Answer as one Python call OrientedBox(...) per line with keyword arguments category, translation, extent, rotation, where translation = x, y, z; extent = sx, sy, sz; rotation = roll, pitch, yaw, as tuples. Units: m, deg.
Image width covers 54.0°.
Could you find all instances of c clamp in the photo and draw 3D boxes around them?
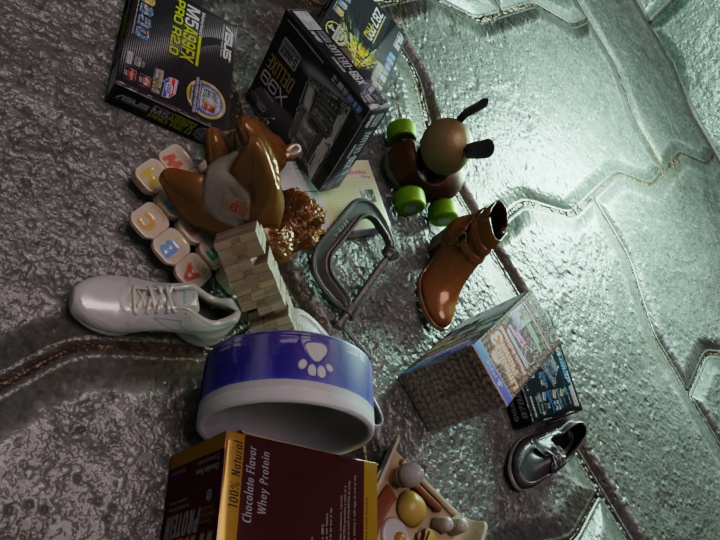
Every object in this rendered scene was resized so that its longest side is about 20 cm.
OrientedBox(category="c clamp", translation=(0.000, 0.000, 1.051), extent=(0.171, 0.027, 0.202), rotation=(46, 56, -24))

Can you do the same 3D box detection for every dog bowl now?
OrientedBox(category="dog bowl", translation=(-0.082, 0.146, 0.796), extent=(0.198, 0.199, 0.080), rotation=(22, 52, -32))

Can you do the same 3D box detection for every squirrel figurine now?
OrientedBox(category="squirrel figurine", translation=(-0.133, -0.105, 0.929), extent=(0.202, 0.139, 0.188), rotation=(60, 19, -21))

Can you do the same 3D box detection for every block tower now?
OrientedBox(category="block tower", translation=(-0.114, 0.041, 0.858), extent=(0.054, 0.057, 0.203), rotation=(-102, 175, -66))

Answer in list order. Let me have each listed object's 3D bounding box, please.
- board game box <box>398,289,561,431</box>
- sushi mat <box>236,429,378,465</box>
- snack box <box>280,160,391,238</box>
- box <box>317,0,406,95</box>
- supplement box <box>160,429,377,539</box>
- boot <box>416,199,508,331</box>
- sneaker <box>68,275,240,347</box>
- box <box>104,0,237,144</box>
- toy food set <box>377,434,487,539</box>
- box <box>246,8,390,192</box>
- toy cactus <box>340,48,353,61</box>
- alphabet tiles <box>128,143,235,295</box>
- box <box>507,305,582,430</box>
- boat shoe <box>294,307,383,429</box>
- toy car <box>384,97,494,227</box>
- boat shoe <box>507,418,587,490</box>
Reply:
OrientedBox(category="board game box", translation=(0.184, 0.135, 1.073), extent=(0.199, 0.159, 0.098), rotation=(-32, 90, -45))
OrientedBox(category="sushi mat", translation=(-0.080, 0.222, 0.831), extent=(0.198, 0.095, 0.012), rotation=(23, 53, -33))
OrientedBox(category="snack box", translation=(-0.047, -0.107, 1.076), extent=(0.198, 0.037, 0.118), rotation=(-9, 76, -44))
OrientedBox(category="box", translation=(-0.006, -0.413, 1.267), extent=(0.161, 0.049, 0.202), rotation=(42, 46, -22))
OrientedBox(category="supplement box", translation=(-0.097, 0.299, 0.749), extent=(0.197, 0.132, 0.201), rotation=(21, 55, -33))
OrientedBox(category="boot", translation=(0.173, -0.010, 1.141), extent=(0.076, 0.154, 0.203), rotation=(35, 49, -22))
OrientedBox(category="sneaker", translation=(-0.228, 0.037, 0.807), extent=(0.197, 0.080, 0.072), rotation=(12, 62, -36))
OrientedBox(category="box", translation=(-0.255, -0.290, 0.977), extent=(0.158, 0.044, 0.204), rotation=(21, 56, -33))
OrientedBox(category="toy food set", translation=(0.086, 0.341, 0.946), extent=(0.200, 0.060, 0.144), rotation=(46, 45, -14))
OrientedBox(category="box", translation=(-0.066, -0.242, 1.009), extent=(0.049, 0.158, 0.201), rotation=(-20, 67, -46))
OrientedBox(category="toy cactus", translation=(-0.058, -0.274, 1.074), extent=(0.101, 0.165, 0.203), rotation=(-20, 76, -25))
OrientedBox(category="alphabet tiles", translation=(-0.202, -0.068, 0.914), extent=(0.201, 0.014, 0.196), rotation=(51, 37, -10))
OrientedBox(category="box", translation=(0.303, 0.165, 1.246), extent=(0.157, 0.046, 0.204), rotation=(-1, 69, -43))
OrientedBox(category="boat shoe", translation=(-0.033, 0.129, 0.944), extent=(0.202, 0.066, 0.073), rotation=(55, 44, -5))
OrientedBox(category="toy car", translation=(0.151, -0.198, 1.188), extent=(0.156, 0.199, 0.168), rotation=(14, 60, -36))
OrientedBox(category="boat shoe", translation=(0.313, 0.298, 1.174), extent=(0.198, 0.062, 0.074), rotation=(-20, 82, -46))
